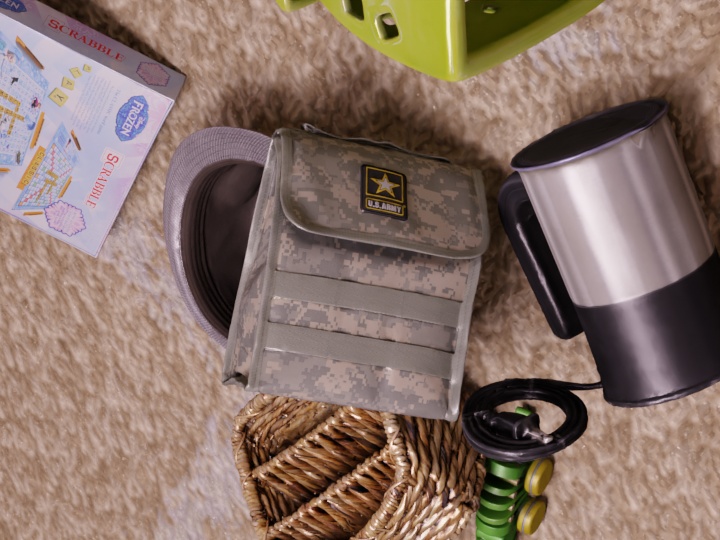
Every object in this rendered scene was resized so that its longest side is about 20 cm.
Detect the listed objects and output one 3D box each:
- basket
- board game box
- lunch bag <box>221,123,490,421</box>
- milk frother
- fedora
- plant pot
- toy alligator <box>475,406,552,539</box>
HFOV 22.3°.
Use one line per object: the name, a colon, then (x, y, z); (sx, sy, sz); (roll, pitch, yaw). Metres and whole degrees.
basket: (-0.013, 0.165, 1.471); (0.149, 0.143, 0.200); (32, 136, -22)
board game box: (-0.275, -0.129, 1.547); (0.199, 0.041, 0.200); (27, 130, -8)
lunch bag: (0.000, 0.000, 1.338); (0.118, 0.163, 0.201); (174, 105, -74)
milk frother: (0.147, 0.011, 1.268); (0.180, 0.200, 0.189); (-13, 106, 41)
fedora: (-0.068, -0.028, 1.468); (0.176, 0.090, 0.201); (5, 110, 32)
plant pot: (0.046, -0.260, 1.200); (0.181, 0.200, 0.200); (19, 125, 33)
toy alligator: (0.113, 0.203, 1.492); (0.059, 0.054, 0.201); (23, 125, 24)
